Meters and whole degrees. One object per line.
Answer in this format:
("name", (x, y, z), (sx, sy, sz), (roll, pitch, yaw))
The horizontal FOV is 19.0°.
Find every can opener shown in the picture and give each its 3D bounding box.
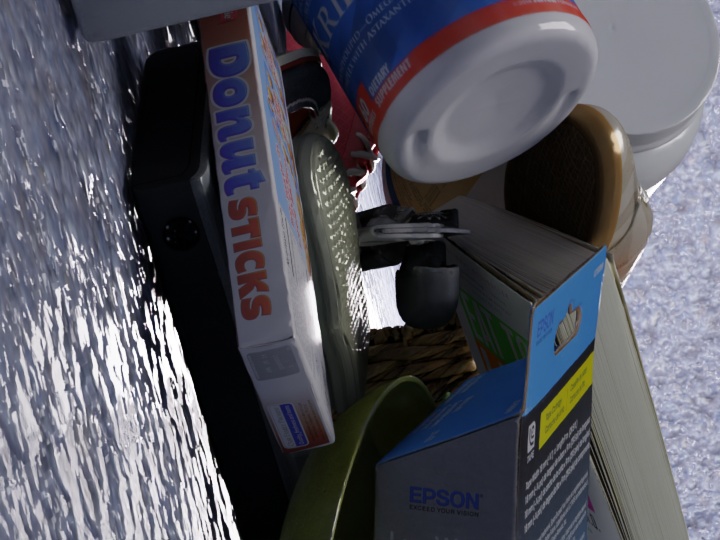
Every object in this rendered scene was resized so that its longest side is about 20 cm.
("can opener", (0.000, 0.000, 1.112), (0.200, 0.053, 0.067), (169, -81, -70))

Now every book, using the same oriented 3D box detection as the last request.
("book", (0.103, 0.067, 1.100), (0.134, 0.048, 0.201), (34, -31, 59))

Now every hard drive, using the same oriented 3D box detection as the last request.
("hard drive", (-0.052, 0.021, 0.906), (0.140, 0.033, 0.201), (-96, 172, -62))

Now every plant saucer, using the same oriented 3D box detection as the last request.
("plant saucer", (-0.002, 0.142, 0.877), (0.200, 0.031, 0.201), (5, 90, -73))

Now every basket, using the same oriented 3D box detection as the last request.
("basket", (0.049, 0.103, 1.269), (0.200, 0.142, 0.150), (37, 40, -83))

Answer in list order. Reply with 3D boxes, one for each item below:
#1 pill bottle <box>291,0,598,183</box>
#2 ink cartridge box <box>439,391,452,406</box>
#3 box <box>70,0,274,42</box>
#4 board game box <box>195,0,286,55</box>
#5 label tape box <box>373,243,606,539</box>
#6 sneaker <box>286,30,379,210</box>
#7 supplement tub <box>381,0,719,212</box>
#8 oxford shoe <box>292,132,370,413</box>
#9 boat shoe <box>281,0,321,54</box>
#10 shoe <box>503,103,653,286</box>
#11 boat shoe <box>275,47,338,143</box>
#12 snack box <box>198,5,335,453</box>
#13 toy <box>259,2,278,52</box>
("pill bottle", (0.017, -0.149, 1.001), (0.200, 0.112, 0.112), (60, -4, 25))
("ink cartridge box", (0.043, 0.164, 1.086), (0.200, 0.075, 0.148), (106, 4, -71))
("box", (-0.029, -0.212, 0.777), (0.131, 0.199, 0.200), (-93, 169, -64))
("board game box", (-0.082, -0.223, 1.190), (0.200, 0.041, 0.200), (-95, 172, -62))
("label tape box", (0.053, 0.096, 0.885), (0.144, 0.063, 0.201), (-31, 124, -70))
("sneaker", (-0.020, -0.069, 1.252), (0.074, 0.086, 0.201), (60, 18, -74))
("supplement tub", (0.103, -0.084, 1.183), (0.200, 0.144, 0.145), (124, -42, -62))
("oxford shoe", (-0.028, 0.008, 1.021), (0.200, 0.057, 0.075), (85, 11, -58))
("boat shoe", (0.015, -0.147, 1.129), (0.200, 0.073, 0.067), (144, -55, -59))
("shoe", (0.110, -0.025, 1.085), (0.070, 0.053, 0.200), (50, -23, 22))
("boat shoe", (-0.044, -0.061, 1.032), (0.200, 0.071, 0.063), (102, -29, -85))
("snack box", (-0.039, -0.031, 0.843), (0.072, 0.024, 0.201), (70, 8, -51))
("toy", (-0.090, -0.209, 1.016), (0.115, 0.047, 0.200), (-92, 166, -52))
